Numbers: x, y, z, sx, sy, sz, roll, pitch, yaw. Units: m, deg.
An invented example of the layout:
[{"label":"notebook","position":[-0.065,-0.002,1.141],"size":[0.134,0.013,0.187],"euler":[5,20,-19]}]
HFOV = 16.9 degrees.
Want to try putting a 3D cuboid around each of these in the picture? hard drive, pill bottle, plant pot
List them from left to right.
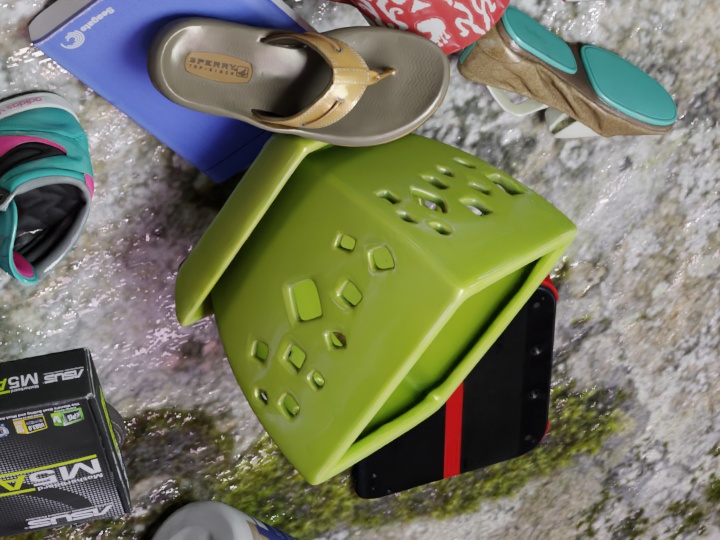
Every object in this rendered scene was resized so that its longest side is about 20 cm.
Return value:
[{"label":"hard drive","position":[-0.108,-0.144,1.626],"size":[0.132,0.025,0.200],"euler":[-33,139,19]},{"label":"pill bottle","position":[-0.074,0.266,1.939],"size":[0.111,0.111,0.200],"euler":[-47,136,11]},{"label":"plant pot","position":[0.000,0.000,1.685],"size":[0.200,0.181,0.199],"euler":[-54,166,28]}]

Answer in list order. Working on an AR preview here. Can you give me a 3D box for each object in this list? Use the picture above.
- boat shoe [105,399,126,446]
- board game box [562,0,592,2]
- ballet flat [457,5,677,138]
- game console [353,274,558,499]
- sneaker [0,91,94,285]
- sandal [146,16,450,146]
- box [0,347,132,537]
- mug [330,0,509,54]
[{"label":"boat shoe","position":[-0.243,0.111,1.753],"size":[0.199,0.057,0.067],"euler":[27,109,-43]},{"label":"board game box","position":[0.239,-0.228,1.707],"size":[0.199,0.020,0.103],"euler":[-7,155,-39]},{"label":"ballet flat","position":[0.147,-0.135,1.795],"size":[0.199,0.068,0.072],"euler":[19,135,-40]},{"label":"game console","position":[0.075,0.090,1.961],"size":[0.176,0.031,0.201],"euler":[-14,131,-16]},{"label":"sneaker","position":[-0.258,-0.031,1.579],"size":[0.199,0.121,0.084],"euler":[-27,136,-10]},{"label":"sandal","position":[-0.038,-0.126,1.569],"size":[0.198,0.054,0.081],"euler":[7,88,-10]},{"label":"box","position":[-0.270,0.132,1.690],"size":[0.198,0.048,0.194],"euler":[-10,148,-4]},{"label":"mug","position":[0.001,-0.242,1.589],"size":[0.200,0.176,0.134],"euler":[50,57,-50]}]
